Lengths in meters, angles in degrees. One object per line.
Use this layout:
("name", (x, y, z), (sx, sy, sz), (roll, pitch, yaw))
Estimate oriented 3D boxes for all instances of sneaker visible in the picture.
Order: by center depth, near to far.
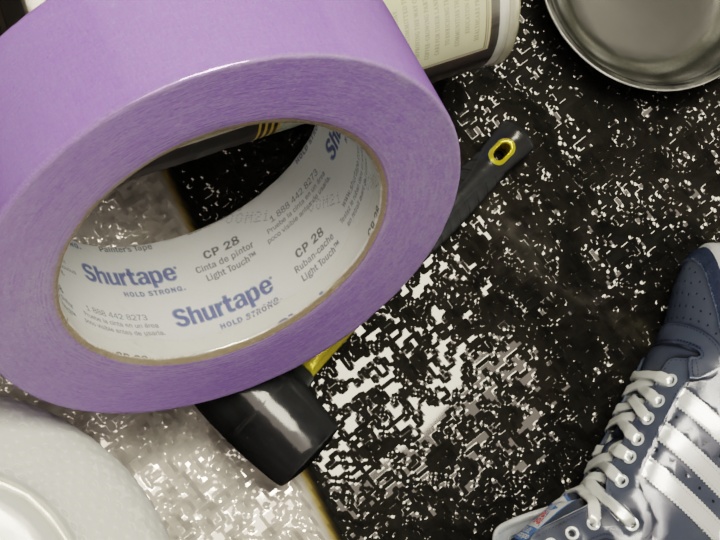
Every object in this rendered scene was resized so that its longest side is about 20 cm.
("sneaker", (0.118, 0.083, 0.895), (0.108, 0.070, 0.201), (6, 83, -10))

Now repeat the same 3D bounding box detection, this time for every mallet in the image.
("mallet", (0.000, 0.000, 0.910), (0.066, 0.041, 0.200), (36, 72, 0))

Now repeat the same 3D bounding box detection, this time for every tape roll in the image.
("tape roll", (-0.064, -0.031, 0.793), (0.199, 0.201, 0.066), (-20, 56, -12))

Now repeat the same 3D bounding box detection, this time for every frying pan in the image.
("frying pan", (0.172, -0.145, 0.962), (0.189, 0.031, 0.116), (-10, 83, -14))

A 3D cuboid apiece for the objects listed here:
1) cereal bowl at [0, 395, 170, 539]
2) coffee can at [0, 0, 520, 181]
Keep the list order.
("cereal bowl", (-0.162, 0.136, 0.809), (0.199, 0.083, 0.201), (7, 64, -15))
("coffee can", (-0.051, -0.128, 0.862), (0.199, 0.146, 0.147), (-18, 84, -12))
